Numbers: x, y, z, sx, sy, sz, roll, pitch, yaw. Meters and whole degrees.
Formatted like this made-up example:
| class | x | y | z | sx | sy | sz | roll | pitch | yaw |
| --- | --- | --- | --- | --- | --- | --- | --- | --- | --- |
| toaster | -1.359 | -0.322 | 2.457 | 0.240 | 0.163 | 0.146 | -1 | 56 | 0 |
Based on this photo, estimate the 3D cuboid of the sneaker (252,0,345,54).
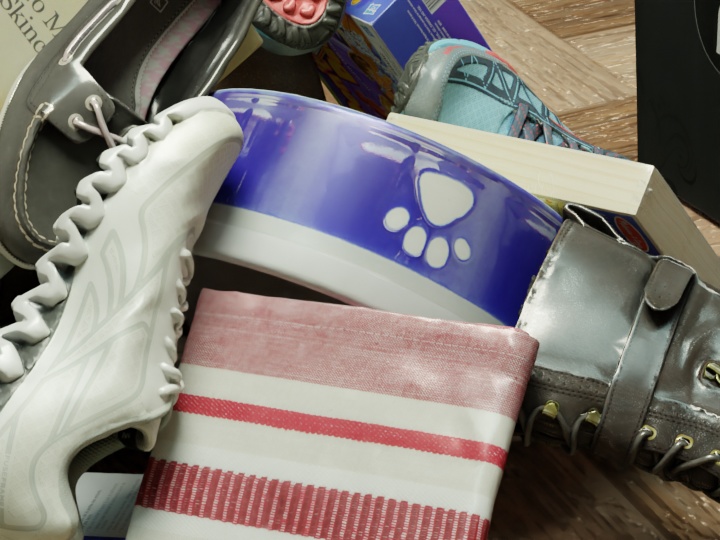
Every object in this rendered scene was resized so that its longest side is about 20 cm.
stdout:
| class | x | y | z | sx | sy | sz | roll | pitch | yaw |
| --- | --- | --- | --- | --- | --- | --- | --- | --- | --- |
| sneaker | -0.065 | -0.174 | 1.251 | 0.079 | 0.096 | 0.200 | -28 | 63 | -13 |

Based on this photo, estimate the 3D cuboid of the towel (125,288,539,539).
| class | x | y | z | sx | sy | sz | roll | pitch | yaw |
| --- | --- | --- | --- | --- | --- | --- | --- | --- | --- |
| towel | -0.022 | 0.106 | 0.988 | 0.144 | 0.023 | 0.200 | 8 | 67 | 22 |

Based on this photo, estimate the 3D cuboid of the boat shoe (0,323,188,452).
| class | x | y | z | sx | sy | sz | roll | pitch | yaw |
| --- | --- | --- | --- | --- | --- | --- | --- | --- | --- |
| boat shoe | -0.133 | 0.058 | 1.155 | 0.074 | 0.065 | 0.202 | -1 | -4 | 45 |

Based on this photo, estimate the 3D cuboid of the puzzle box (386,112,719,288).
| class | x | y | z | sx | sy | sz | roll | pitch | yaw |
| --- | --- | --- | --- | --- | --- | --- | --- | --- | --- |
| puzzle box | 0.103 | -0.006 | 1.167 | 0.133 | 0.200 | 0.025 | 13 | 72 | 31 |

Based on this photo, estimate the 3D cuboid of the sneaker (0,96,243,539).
| class | x | y | z | sx | sy | sz | roll | pitch | yaw |
| --- | --- | --- | --- | --- | --- | --- | --- | --- | --- |
| sneaker | -0.097 | 0.023 | 1.013 | 0.081 | 0.075 | 0.200 | 29 | 76 | 13 |

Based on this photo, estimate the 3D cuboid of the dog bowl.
| class | x | y | z | sx | sy | sz | roll | pitch | yaw |
| --- | --- | --- | --- | --- | --- | --- | --- | --- | --- |
| dog bowl | 0.000 | 0.000 | 1.129 | 0.200 | 0.200 | 0.079 | 14 | 73 | 32 |

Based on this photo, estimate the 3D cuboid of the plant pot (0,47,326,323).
| class | x | y | z | sx | sy | sz | roll | pitch | yaw |
| --- | --- | --- | --- | --- | --- | --- | --- | --- | --- |
| plant pot | -0.133 | -0.057 | 1.287 | 0.198 | 0.200 | 0.200 | -10 | 26 | -29 |

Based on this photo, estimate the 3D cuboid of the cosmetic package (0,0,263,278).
| class | x | y | z | sx | sy | sz | roll | pitch | yaw |
| --- | --- | --- | --- | --- | --- | --- | --- | --- | --- |
| cosmetic package | -0.148 | -0.079 | 1.128 | 0.200 | 0.105 | 0.071 | -47 | 19 | -32 |

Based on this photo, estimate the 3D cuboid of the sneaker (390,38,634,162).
| class | x | y | z | sx | sy | sz | roll | pitch | yaw |
| --- | --- | --- | --- | --- | --- | --- | --- | --- | --- |
| sneaker | 0.097 | -0.048 | 1.228 | 0.096 | 0.200 | 0.079 | 9 | 70 | 45 |

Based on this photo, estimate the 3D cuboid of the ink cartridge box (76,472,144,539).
| class | x | y | z | sx | sy | sz | roll | pitch | yaw |
| --- | --- | --- | --- | --- | --- | --- | --- | --- | --- |
| ink cartridge box | -0.090 | 0.123 | 1.064 | 0.200 | 0.039 | 0.099 | 2 | 26 | 14 |

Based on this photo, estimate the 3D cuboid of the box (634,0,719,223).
| class | x | y | z | sx | sy | sz | roll | pitch | yaw |
| --- | --- | --- | --- | --- | --- | --- | --- | --- | --- |
| box | 0.232 | -0.132 | 1.367 | 0.124 | 0.200 | 0.149 | -15 | 28 | -20 |

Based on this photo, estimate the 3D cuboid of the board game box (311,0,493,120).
| class | x | y | z | sx | sy | sz | roll | pitch | yaw |
| --- | --- | --- | --- | --- | --- | --- | --- | --- | --- |
| board game box | 0.032 | -0.091 | 1.317 | 0.045 | 0.200 | 0.134 | -46 | 38 | -10 |

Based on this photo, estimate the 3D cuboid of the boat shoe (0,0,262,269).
| class | x | y | z | sx | sy | sz | roll | pitch | yaw |
| --- | --- | --- | --- | --- | --- | --- | --- | --- | --- |
| boat shoe | -0.094 | -0.089 | 1.087 | 0.057 | 0.067 | 0.200 | -16 | 39 | 54 |

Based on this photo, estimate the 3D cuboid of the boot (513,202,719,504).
| class | x | y | z | sx | sy | sz | roll | pitch | yaw |
| --- | --- | --- | --- | --- | --- | --- | --- | --- | --- |
| boot | 0.129 | 0.075 | 1.010 | 0.174 | 0.069 | 0.200 | 14 | 56 | 7 |
